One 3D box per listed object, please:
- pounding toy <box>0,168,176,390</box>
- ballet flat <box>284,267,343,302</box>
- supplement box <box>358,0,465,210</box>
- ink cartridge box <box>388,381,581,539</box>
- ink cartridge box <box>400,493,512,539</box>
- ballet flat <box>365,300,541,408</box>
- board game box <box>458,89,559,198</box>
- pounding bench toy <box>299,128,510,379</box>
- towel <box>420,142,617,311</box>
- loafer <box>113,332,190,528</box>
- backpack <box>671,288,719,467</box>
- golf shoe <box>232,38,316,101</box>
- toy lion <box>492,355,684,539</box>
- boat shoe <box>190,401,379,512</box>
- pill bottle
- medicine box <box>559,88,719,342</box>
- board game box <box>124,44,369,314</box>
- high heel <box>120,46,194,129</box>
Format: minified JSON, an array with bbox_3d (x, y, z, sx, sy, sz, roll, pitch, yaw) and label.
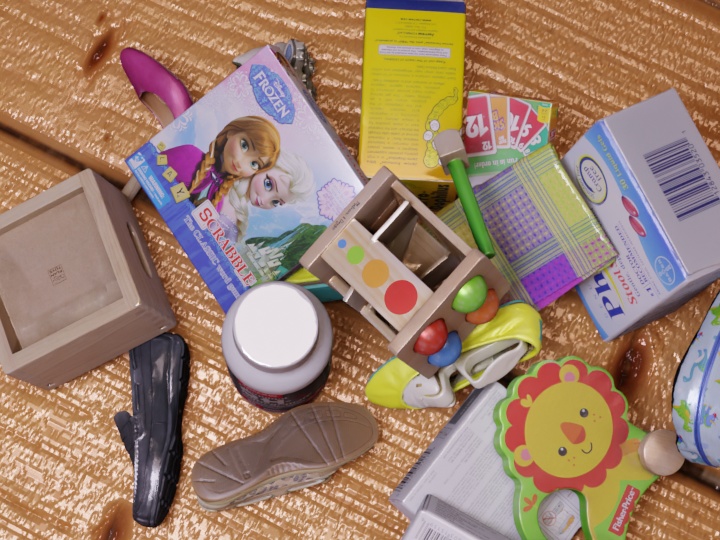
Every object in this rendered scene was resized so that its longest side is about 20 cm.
[{"bbox_3d":[-0.286,-0.009,1.550,0.183,0.142,0.201,-26,71,7],"label":"pounding toy"},{"bbox_3d":[0.000,0.000,1.588,0.198,0.067,0.068,0,62,4],"label":"ballet flat"},{"bbox_3d":[0.054,-0.176,1.611,0.108,0.109,0.202,3,76,0],"label":"supplement box"},{"bbox_3d":[0.153,0.238,1.556,0.200,0.057,0.163,43,77,-13],"label":"ink cartridge box"},{"bbox_3d":[0.111,0.346,1.503,0.199,0.044,0.175,29,109,2],"label":"ink cartridge box"},{"bbox_3d":[0.096,0.099,1.528,0.199,0.067,0.067,-28,45,12],"label":"ballet flat"},{"bbox_3d":[0.150,-0.082,1.575,0.095,0.030,0.202,12,108,27],"label":"board game box"},{"bbox_3d":[0.076,-0.019,1.463,0.156,0.124,0.200,42,92,23],"label":"pounding bench toy"},{"bbox_3d":[0.154,-0.025,1.554,0.199,0.023,0.144,-35,85,33],"label":"towel"},{"bbox_3d":[-0.217,0.161,1.539,0.070,0.068,0.203,1,71,6],"label":"loafer"},{"bbox_3d":[0.384,0.107,1.501,0.200,0.164,0.153,-40,44,-23],"label":"backpack"},{"bbox_3d":[-0.099,-0.149,1.626,0.096,0.078,0.202,-4,69,10],"label":"golf shoe"},{"bbox_3d":[0.215,0.197,1.526,0.190,0.069,0.201,26,80,-5],"label":"toy lion"},{"bbox_3d":[-0.077,0.191,1.545,0.198,0.063,0.074,-16,62,-10],"label":"boat shoe"},{"bbox_3d":[-0.082,0.074,1.495,0.110,0.200,0.112,0,76,-2],"label":"pill bottle"},{"bbox_3d":[0.284,-0.051,1.540,0.102,0.200,0.183,-22,77,-23],"label":"medicine box"},{"bbox_3d":[-0.110,-0.091,1.545,0.199,0.041,0.201,-37,84,14],"label":"board game box"},{"bbox_3d":[-0.211,-0.145,1.611,0.096,0.067,0.200,-41,83,-19],"label":"high heel"}]
